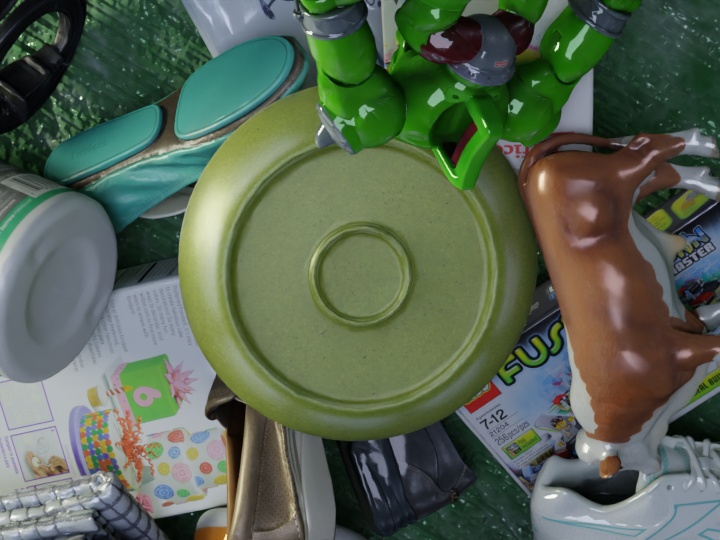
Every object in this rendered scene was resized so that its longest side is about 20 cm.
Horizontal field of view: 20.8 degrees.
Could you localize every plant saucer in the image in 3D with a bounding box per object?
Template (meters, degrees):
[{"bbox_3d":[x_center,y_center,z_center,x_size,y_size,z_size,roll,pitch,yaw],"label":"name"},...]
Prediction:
[{"bbox_3d":[0.000,0.000,1.063,0.198,0.031,0.202,-1,103,-4],"label":"plant saucer"}]

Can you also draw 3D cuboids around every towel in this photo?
[{"bbox_3d":[-0.202,0.216,1.201,0.198,0.086,0.166,-13,141,13],"label":"towel"}]

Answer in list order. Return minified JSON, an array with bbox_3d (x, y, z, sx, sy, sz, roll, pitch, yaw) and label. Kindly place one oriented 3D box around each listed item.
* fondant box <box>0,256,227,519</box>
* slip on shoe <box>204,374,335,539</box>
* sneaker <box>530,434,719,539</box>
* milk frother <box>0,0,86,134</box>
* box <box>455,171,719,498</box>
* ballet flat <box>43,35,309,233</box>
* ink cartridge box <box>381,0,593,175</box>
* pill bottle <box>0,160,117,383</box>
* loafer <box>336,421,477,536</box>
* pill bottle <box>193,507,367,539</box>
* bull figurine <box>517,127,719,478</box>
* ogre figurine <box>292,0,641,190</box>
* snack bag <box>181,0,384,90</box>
[{"bbox_3d":[-0.170,0.083,1.211,0.198,0.058,0.146,-12,103,13],"label":"fondant box"},{"bbox_3d":[-0.060,0.071,1.137,0.060,0.076,0.202,-3,70,-17],"label":"slip on shoe"},{"bbox_3d":[0.193,0.130,1.136,0.198,0.071,0.081,-13,134,4],"label":"sneaker"},{"bbox_3d":[-0.255,-0.196,1.118,0.189,0.179,0.201,52,144,29],"label":"milk frother"},{"bbox_3d":[0.152,0.043,1.141,0.199,0.035,0.110,-35,116,16],"label":"box"},{"bbox_3d":[-0.093,-0.075,1.141,0.199,0.068,0.070,-23,135,30],"label":"ballet flat"},{"bbox_3d":[0.071,-0.120,1.082,0.115,0.068,0.202,-2,117,4],"label":"ink cartridge box"},{"bbox_3d":[-0.250,-0.020,1.144,0.199,0.113,0.114,21,109,26],"label":"pill bottle"},{"bbox_3d":[0.009,0.054,1.175,0.072,0.073,0.202,-20,103,-9],"label":"loafer"},{"bbox_3d":[-0.060,0.250,1.166,0.111,0.112,0.202,7,73,7],"label":"pill bottle"},{"bbox_3d":[0.154,0.017,1.063,0.120,0.065,0.202,-18,104,6],"label":"bull figurine"},{"bbox_3d":[0.049,-0.113,0.988,0.098,0.199,0.121,41,131,28],"label":"ogre figurine"},{"bbox_3d":[-0.004,-0.158,1.118,0.198,0.021,0.190,-23,112,15],"label":"snack bag"}]
